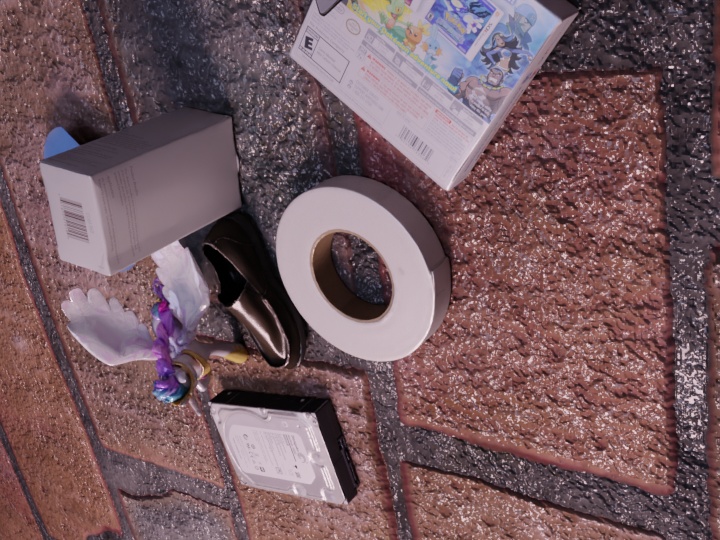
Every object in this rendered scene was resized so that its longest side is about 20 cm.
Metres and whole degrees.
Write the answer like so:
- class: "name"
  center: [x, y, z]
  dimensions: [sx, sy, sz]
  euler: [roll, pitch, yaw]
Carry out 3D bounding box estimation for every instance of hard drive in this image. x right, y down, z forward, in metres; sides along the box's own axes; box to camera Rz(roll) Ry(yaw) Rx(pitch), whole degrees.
- class: "hard drive"
  center: [-0.103, 0.230, 1.063]
  dimensions: [0.200, 0.038, 0.140]
  euler: [-2, 114, 38]

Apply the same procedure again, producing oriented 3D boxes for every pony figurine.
- class: "pony figurine"
  center: [-0.220, 0.068, 0.949]
  dimensions: [0.166, 0.200, 0.193]
  euler: [-33, 93, 8]

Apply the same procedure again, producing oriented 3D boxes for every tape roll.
- class: "tape roll"
  center: [0.000, 0.000, 0.844]
  dimensions: [0.202, 0.037, 0.203]
  euler: [19, 125, 29]

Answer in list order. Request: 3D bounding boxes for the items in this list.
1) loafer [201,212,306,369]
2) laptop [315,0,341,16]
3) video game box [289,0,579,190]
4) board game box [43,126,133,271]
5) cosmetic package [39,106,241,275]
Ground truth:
- class: "loafer"
  center: [-0.133, 0.035, 0.945]
  dimensions: [0.073, 0.071, 0.200]
  euler: [-16, 104, 43]
- class: "laptop"
  center: [-0.033, -0.326, 0.580]
  dimensions: [0.200, 0.116, 0.188]
  euler: [-29, 72, 45]
- class: "video game box"
  center: [0.050, -0.199, 0.680]
  dimensions: [0.200, 0.047, 0.182]
  euler: [43, 135, 11]
- class: "board game box"
  center: [-0.338, -0.095, 1.058]
  dimensions: [0.200, 0.039, 0.158]
  euler: [43, 139, 17]
- class: "cosmetic package"
  center: [-0.221, -0.090, 0.853]
  dimensions: [0.081, 0.200, 0.113]
  euler: [16, 122, 29]
